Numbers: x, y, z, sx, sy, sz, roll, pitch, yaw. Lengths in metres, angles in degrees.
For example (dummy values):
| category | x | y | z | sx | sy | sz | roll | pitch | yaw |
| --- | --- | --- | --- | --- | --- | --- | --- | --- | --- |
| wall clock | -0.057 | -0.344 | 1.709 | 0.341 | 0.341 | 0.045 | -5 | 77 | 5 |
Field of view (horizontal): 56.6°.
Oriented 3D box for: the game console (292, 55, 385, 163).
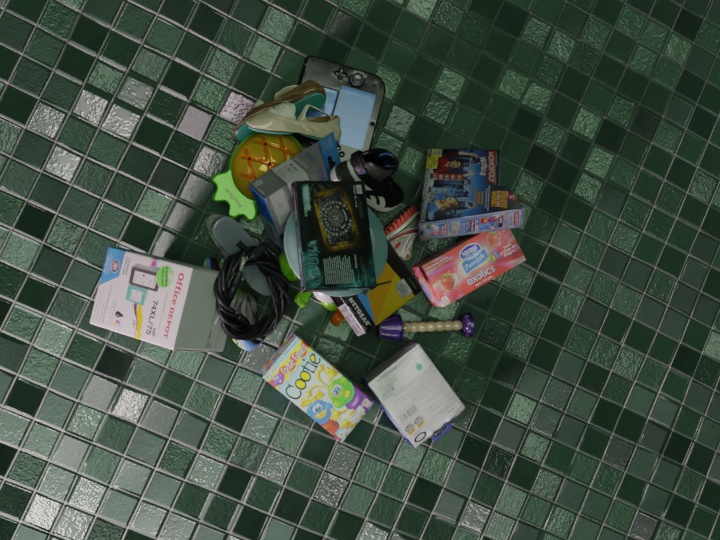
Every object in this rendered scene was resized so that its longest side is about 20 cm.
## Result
| category | x | y | z | sx | sy | sz | roll | pitch | yaw |
| --- | --- | --- | --- | --- | --- | --- | --- | --- | --- |
| game console | -0.052 | -0.320 | 1.363 | 0.177 | 0.031 | 0.200 | 16 | 87 | -9 |

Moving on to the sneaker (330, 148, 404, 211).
| category | x | y | z | sx | sy | sz | roll | pitch | yaw |
| --- | --- | --- | --- | --- | --- | --- | --- | --- | --- |
| sneaker | 0.047 | -0.176 | 1.293 | 0.200 | 0.112 | 0.073 | 10 | 60 | -48 |

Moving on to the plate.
| category | x | y | z | sx | sy | sz | roll | pitch | yaw |
| --- | --- | --- | --- | --- | --- | --- | --- | --- | --- |
| plate | -0.040 | -0.052 | 1.221 | 0.200 | 0.026 | 0.201 | 5 | 74 | -19 |

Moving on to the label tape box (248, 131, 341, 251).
| category | x | y | z | sx | sy | sz | roll | pitch | yaw |
| --- | --- | --- | --- | --- | --- | --- | --- | --- | --- |
| label tape box | -0.099 | -0.151 | 1.281 | 0.200 | 0.144 | 0.063 | -36 | 51 | -18 |

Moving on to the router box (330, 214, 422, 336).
| category | x | y | z | sx | sy | sz | roll | pitch | yaw |
| --- | --- | --- | --- | --- | --- | --- | --- | --- | --- |
| router box | 0.000 | 0.000 | 1.265 | 0.149 | 0.051 | 0.200 | -36 | 91 | -23 |

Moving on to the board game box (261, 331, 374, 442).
| category | x | y | z | sx | sy | sz | roll | pitch | yaw |
| --- | --- | --- | --- | --- | --- | --- | --- | --- | --- |
| board game box | -0.086 | 0.226 | 1.319 | 0.200 | 0.105 | 0.103 | 41 | 83 | -8 |

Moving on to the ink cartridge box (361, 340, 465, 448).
| category | x | y | z | sx | sy | sz | roll | pitch | yaw |
| --- | --- | --- | --- | --- | --- | --- | --- | --- | --- |
| ink cartridge box | 0.116 | 0.263 | 1.366 | 0.136 | 0.076 | 0.200 | -37 | 94 | -7 |

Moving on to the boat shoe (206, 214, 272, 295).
| category | x | y | z | sx | sy | sz | roll | pitch | yaw |
| --- | --- | --- | --- | --- | --- | --- | --- | --- | --- |
| boat shoe | -0.236 | -0.034 | 1.314 | 0.075 | 0.086 | 0.202 | -47 | 126 | -11 |

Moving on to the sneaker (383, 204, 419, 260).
| category | x | y | z | sx | sy | sz | roll | pitch | yaw |
| --- | --- | --- | --- | --- | --- | --- | --- | --- | --- |
| sneaker | 0.062 | -0.040 | 1.357 | 0.200 | 0.078 | 0.082 | -44 | 98 | -6 |

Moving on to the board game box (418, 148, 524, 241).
| category | x | y | z | sx | sy | sz | roll | pitch | yaw |
| --- | --- | --- | --- | --- | --- | --- | --- | --- | --- |
| board game box | 0.225 | -0.150 | 1.338 | 0.199 | 0.062 | 0.200 | 4 | 57 | 10 |

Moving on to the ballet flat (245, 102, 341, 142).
| category | x | y | z | sx | sy | sz | roll | pitch | yaw |
| --- | --- | --- | --- | --- | --- | --- | --- | --- | --- |
| ballet flat | -0.123 | -0.290 | 1.282 | 0.200 | 0.069 | 0.070 | 2 | 90 | -36 |

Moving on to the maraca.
| category | x | y | z | sx | sy | sz | roll | pitch | yaw |
| --- | --- | --- | --- | --- | --- | --- | --- | --- | --- |
| maraca | -0.196 | -0.187 | 1.300 | 0.200 | 0.107 | 0.137 | -44 | 97 | -7 |

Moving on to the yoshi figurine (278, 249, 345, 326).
| category | x | y | z | sx | sy | sz | roll | pitch | yaw |
| --- | --- | --- | --- | --- | --- | --- | --- | --- | --- |
| yoshi figurine | -0.095 | 0.023 | 1.319 | 0.112 | 0.112 | 0.200 | -44 | 91 | 2 |

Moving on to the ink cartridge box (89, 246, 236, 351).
| category | x | y | z | sx | sy | sz | roll | pitch | yaw |
| --- | --- | --- | --- | --- | --- | --- | --- | --- | --- |
| ink cartridge box | -0.351 | 0.053 | 1.214 | 0.200 | 0.146 | 0.147 | 12 | 87 | 25 |

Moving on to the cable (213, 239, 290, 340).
| category | x | y | z | sx | sy | sz | roll | pitch | yaw |
| --- | --- | --- | --- | --- | --- | --- | --- | --- | --- |
| cable | -0.197 | 0.052 | 1.233 | 0.163 | 0.051 | 0.200 | -45 | 140 | -42 |

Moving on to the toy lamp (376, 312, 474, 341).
| category | x | y | z | sx | sy | sz | roll | pitch | yaw |
| --- | --- | --- | --- | --- | --- | --- | --- | --- | --- |
| toy lamp | 0.133 | 0.115 | 1.380 | 0.200 | 0.058 | 0.058 | -3 | 90 | -11 |

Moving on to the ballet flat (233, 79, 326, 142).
| category | x | y | z | sx | sy | sz | roll | pitch | yaw |
| --- | --- | --- | --- | --- | --- | --- | --- | --- | --- |
| ballet flat | -0.165 | -0.321 | 1.323 | 0.200 | 0.068 | 0.072 | -28 | 56 | 3 |

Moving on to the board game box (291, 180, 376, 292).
| category | x | y | z | sx | sy | sz | roll | pitch | yaw |
| --- | --- | --- | --- | --- | --- | --- | --- | --- | --- |
| board game box | -0.048 | -0.063 | 1.191 | 0.135 | 0.028 | 0.200 | -1 | 76 | -19 |

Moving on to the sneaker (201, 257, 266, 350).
| category | x | y | z | sx | sy | sz | roll | pitch | yaw |
| --- | --- | --- | --- | --- | --- | --- | --- | --- | --- |
| sneaker | -0.249 | 0.061 | 1.320 | 0.083 | 0.071 | 0.200 | -34 | 94 | -27 |

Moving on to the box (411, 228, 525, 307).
| category | x | y | z | sx | sy | sz | roll | pitch | yaw |
| --- | --- | --- | --- | --- | --- | --- | --- | --- | --- |
| box | 0.219 | -0.014 | 1.371 | 0.200 | 0.103 | 0.095 | -29 | 93 | -7 |
